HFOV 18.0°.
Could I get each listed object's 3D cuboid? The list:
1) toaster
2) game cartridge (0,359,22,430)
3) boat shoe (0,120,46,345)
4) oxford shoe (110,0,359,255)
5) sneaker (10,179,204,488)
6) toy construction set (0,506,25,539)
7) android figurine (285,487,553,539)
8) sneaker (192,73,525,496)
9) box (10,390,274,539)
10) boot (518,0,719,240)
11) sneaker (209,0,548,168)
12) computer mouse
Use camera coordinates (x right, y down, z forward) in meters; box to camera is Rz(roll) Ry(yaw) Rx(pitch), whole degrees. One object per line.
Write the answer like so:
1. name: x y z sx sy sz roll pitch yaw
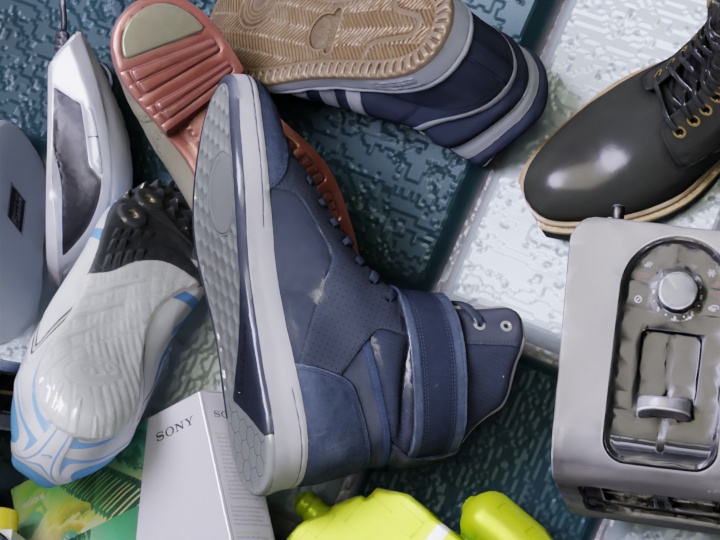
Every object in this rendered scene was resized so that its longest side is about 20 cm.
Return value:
1. toaster: 0.178 0.054 1.024 0.180 0.200 0.119 7 79 9
2. game cartridge: -0.231 0.056 1.122 0.133 0.200 0.041 1 83 16
3. boat shoe: -0.208 -0.011 1.160 0.068 0.074 0.200 -28 30 13
4. oxford shoe: -0.061 -0.051 1.168 0.071 0.074 0.201 -29 96 -10
5. sneaker: -0.124 0.026 1.139 0.072 0.200 0.072 38 131 -11
6. toy construction set: -0.231 0.172 1.135 0.131 0.092 0.201 1 84 13
7. android figurine: 0.025 0.189 1.097 0.200 0.041 0.182 38 87 21
8. sneaker: 0.000 0.001 1.109 0.146 0.077 0.203 -6 81 -22
9. box: -0.097 0.176 1.109 0.144 0.036 0.201 -28 65 34
10. boot: 0.157 -0.094 1.090 0.200 0.138 0.078 -30 69 7
11. sneaker: 0.010 -0.106 1.180 0.200 0.108 0.070 12 79 49
12. computer mouse: -0.143 -0.088 1.207 0.044 0.110 0.201 0 86 -4
